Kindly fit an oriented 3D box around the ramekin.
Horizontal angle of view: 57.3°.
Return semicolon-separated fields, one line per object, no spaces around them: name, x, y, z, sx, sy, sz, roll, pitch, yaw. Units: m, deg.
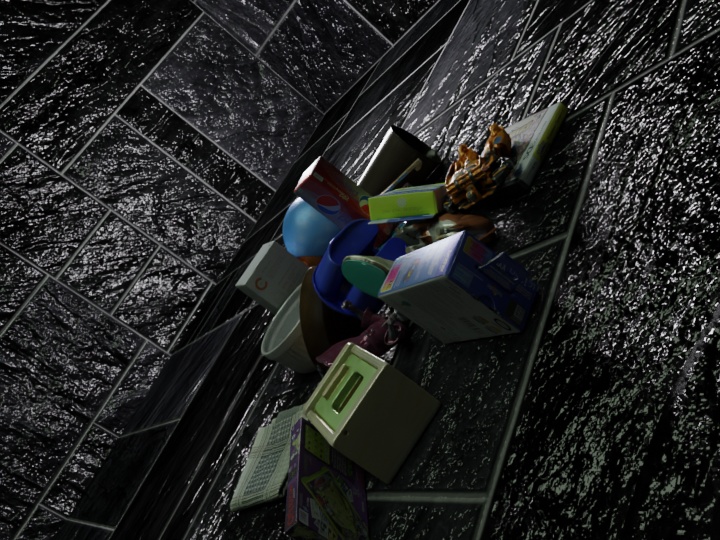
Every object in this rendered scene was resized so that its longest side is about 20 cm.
ramekin;-0.110;0.121;1.390;0.200;0.105;0.201;-47;17;19

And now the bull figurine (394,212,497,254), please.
bull figurine;0.137;-0.061;1.111;0.121;0.066;0.200;-18;7;-29

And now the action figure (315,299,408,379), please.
action figure;0.024;0.126;1.085;0.199;0.149;0.134;-35;27;-9

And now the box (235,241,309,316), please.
box;-0.170;0.043;1.538;0.125;0.200;0.097;-57;18;-16

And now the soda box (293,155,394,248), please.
soda box;-0.028;-0.128;1.287;0.070;0.200;0.064;-36;24;44

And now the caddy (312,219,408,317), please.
caddy;0.000;0.000;1.198;0.200;0.141;0.105;-48;-14;-48

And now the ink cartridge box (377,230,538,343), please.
ink cartridge box;0.136;0.026;0.877;0.200;0.136;0.077;-19;40;61

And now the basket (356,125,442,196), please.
basket;0.072;-0.212;1.523;0.200;0.136;0.180;-53;-17;21

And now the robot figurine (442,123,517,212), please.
robot figurine;0.197;-0.173;1.120;0.145;0.058;0.200;-31;18;32

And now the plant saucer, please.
plant saucer;-0.057;0.089;1.232;0.035;0.201;0.201;-9;35;19

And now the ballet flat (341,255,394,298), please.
ballet flat;0.062;0.018;1.064;0.062;0.199;0.068;-32;-45;-47

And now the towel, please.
towel;-0.158;0.336;1.213;0.192;0.034;0.201;-34;24;47

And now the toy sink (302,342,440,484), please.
toy sink;0.002;0.190;0.947;0.131;0.112;0.200;-54;17;-7

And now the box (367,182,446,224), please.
box;0.094;-0.123;1.188;0.121;0.048;0.200;-5;10;19

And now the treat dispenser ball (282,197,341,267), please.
treat dispenser ball;-0.089;-0.096;1.598;0.201;0.200;0.201;-46;18;20

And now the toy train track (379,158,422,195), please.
toy train track;0.062;-0.160;1.418;0.200;0.033;0.115;-44;10;7

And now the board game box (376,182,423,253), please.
board game box;0.075;-0.082;1.377;0.148;0.064;0.200;-46;19;21

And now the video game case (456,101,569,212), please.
video game case;0.263;-0.198;1.175;0.181;0.025;0.200;-59;18;-19

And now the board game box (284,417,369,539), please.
board game box;-0.042;0.288;0.858;0.032;0.120;0.200;-51;16;16
